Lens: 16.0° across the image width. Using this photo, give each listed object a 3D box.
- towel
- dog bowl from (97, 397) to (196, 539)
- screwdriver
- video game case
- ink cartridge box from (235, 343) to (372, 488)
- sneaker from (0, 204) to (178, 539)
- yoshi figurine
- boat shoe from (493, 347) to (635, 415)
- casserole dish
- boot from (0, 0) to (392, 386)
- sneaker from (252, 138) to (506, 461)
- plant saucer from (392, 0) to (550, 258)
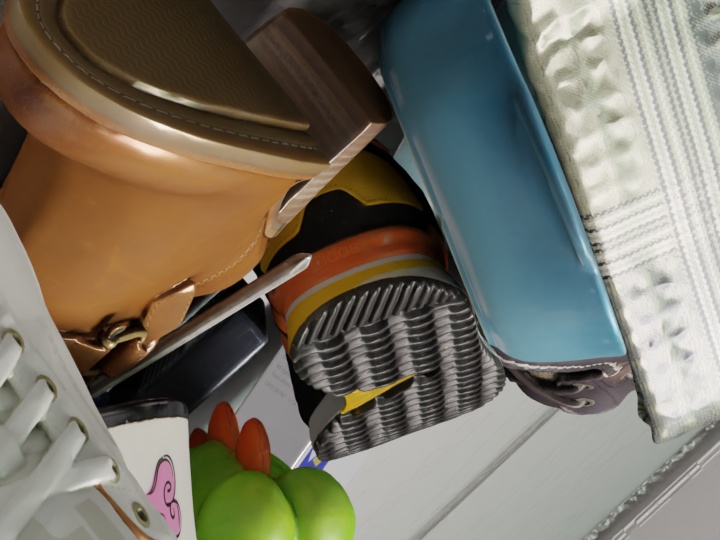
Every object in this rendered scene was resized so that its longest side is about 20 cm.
[{"bbox_3d":[0.151,-0.060,0.839,0.192,0.035,0.200,-25,122,-7],"label":"towel"},{"bbox_3d":[-0.131,0.102,0.705,0.200,0.074,0.200,-19,174,-2],"label":"dog bowl"},{"bbox_3d":[-0.072,0.035,0.790,0.200,0.029,0.028,-24,-165,44],"label":"screwdriver"},{"bbox_3d":[-0.111,0.078,0.883,0.200,0.019,0.143,-43,-175,1],"label":"video game case"},{"bbox_3d":[0.000,0.036,1.058,0.200,0.039,0.099,-54,164,3],"label":"ink cartridge box"},{"bbox_3d":[-0.077,0.042,0.567,0.073,0.200,0.085,-38,-150,-27],"label":"sneaker"},{"bbox_3d":[-0.056,0.120,0.833,0.112,0.112,0.200,-42,-177,-27],"label":"yoshi figurine"},{"bbox_3d":[0.083,0.023,0.979,0.065,0.072,0.200,-64,163,15],"label":"boat shoe"},{"bbox_3d":[0.038,-0.032,0.779,0.039,0.121,0.200,-21,-172,4],"label":"casserole dish"},{"bbox_3d":[-0.079,-0.006,0.667,0.155,0.074,0.200,-40,166,13],"label":"boot"},{"bbox_3d":[0.000,0.000,0.840,0.070,0.090,0.200,-19,164,-1],"label":"sneaker"},{"bbox_3d":[0.070,-0.046,0.973,0.200,0.027,0.200,-43,157,-23],"label":"plant saucer"}]
